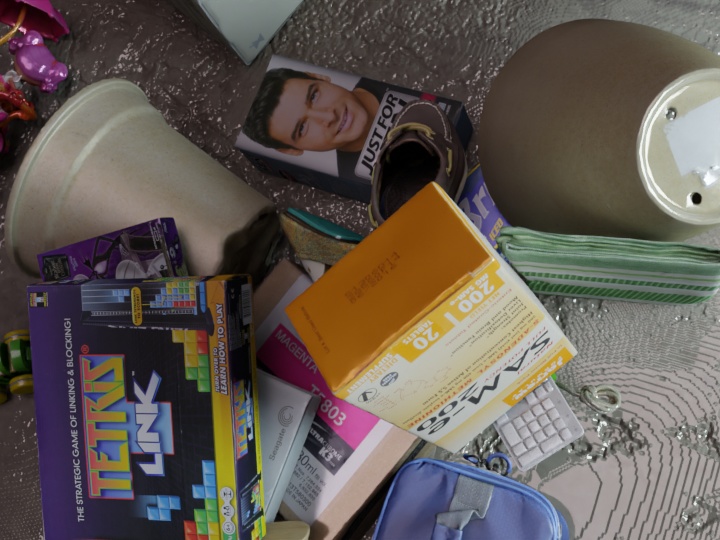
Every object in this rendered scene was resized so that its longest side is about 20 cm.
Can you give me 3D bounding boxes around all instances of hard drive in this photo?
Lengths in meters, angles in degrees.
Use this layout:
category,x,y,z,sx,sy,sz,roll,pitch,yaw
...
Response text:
category,x,y,z,sx,sy,sz,roll,pitch,yaw
hard drive,-0.145,0.129,0.752,0.198,0.027,0.133,20,86,21

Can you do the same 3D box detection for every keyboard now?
category,x,y,z,sx,sy,sz,roll,pitch,yaw
keyboard,0.099,0.055,0.704,0.056,0.011,0.201,-32,62,6

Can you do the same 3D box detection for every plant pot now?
category,x,y,z,sx,sy,sz,roll,pitch,yaw
plant pot,0.196,-0.091,0.635,0.185,0.200,0.190,-1,99,-6
plant pot,-0.180,-0.041,0.816,0.182,0.200,0.202,28,85,10

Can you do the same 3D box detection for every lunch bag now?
category,x,y,z,sx,sy,sz,roll,pitch,yaw
lunch bag,0.076,0.235,0.676,0.135,0.132,0.202,13,80,20

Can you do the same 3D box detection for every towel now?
category,x,y,z,sx,sy,sz,roll,pitch,yaw
towel,0.188,0.000,0.670,0.151,0.200,0.024,6,82,18

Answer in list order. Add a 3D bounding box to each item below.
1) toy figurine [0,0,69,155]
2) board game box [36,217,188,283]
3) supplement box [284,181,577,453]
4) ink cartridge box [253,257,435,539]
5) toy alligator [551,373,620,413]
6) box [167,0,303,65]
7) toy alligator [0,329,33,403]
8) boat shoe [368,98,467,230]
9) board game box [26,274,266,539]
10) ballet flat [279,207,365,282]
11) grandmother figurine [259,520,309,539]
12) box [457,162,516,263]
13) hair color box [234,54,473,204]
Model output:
category,x,y,z,sx,sy,sz,roll,pitch,yaw
toy figurine,-0.389,-0.213,0.961,0.183,0.150,0.201,-37,89,-6
board game box,-0.182,0.070,0.723,0.119,0.032,0.202,-15,89,20
supplement box,0.057,0.043,0.609,0.126,0.200,0.074,-41,57,9
ink cartridge box,-0.038,0.114,0.776,0.200,0.075,0.165,39,90,23
toy alligator,0.116,0.081,0.746,0.199,0.055,0.059,27,48,25
box,-0.165,-0.326,0.909,0.200,0.128,0.109,40,88,22
toy alligator,-0.384,0.103,0.897,0.198,0.054,0.060,-18,70,12
boat shoe,0.043,-0.078,0.706,0.071,0.060,0.201,-3,44,15
board game box,-0.160,0.106,0.676,0.163,0.057,0.203,-3,93,14
ballet flat,0.000,0.000,0.738,0.199,0.071,0.071,19,81,36
grandmother figurine,-0.059,0.304,0.696,0.060,0.121,0.202,6,112,37
box,0.142,-0.073,0.778,0.200,0.064,0.070,-44,67,3
hair color box,-0.007,-0.124,0.840,0.198,0.061,0.100,18,80,21
